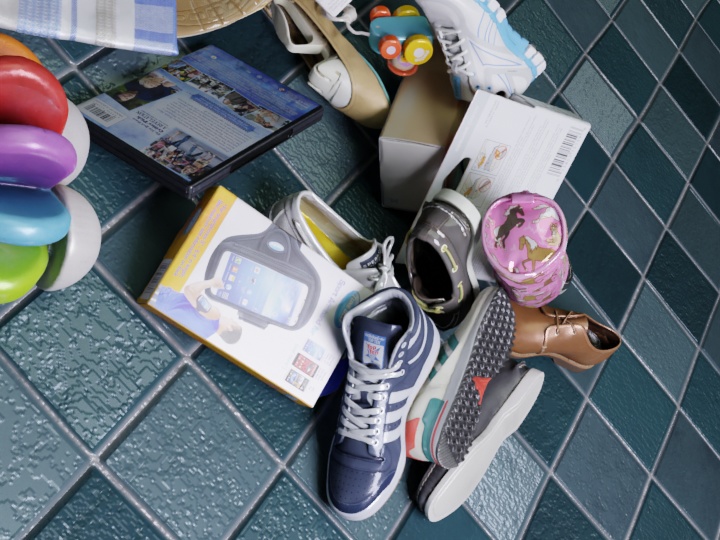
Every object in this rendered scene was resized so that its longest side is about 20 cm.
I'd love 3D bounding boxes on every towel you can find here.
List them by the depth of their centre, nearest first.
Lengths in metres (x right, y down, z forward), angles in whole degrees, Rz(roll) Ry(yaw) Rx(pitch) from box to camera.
[{"bbox_3d":[-0.260,-0.268,0.939,0.200,0.024,0.147,6,64,-25],"label":"towel"}]

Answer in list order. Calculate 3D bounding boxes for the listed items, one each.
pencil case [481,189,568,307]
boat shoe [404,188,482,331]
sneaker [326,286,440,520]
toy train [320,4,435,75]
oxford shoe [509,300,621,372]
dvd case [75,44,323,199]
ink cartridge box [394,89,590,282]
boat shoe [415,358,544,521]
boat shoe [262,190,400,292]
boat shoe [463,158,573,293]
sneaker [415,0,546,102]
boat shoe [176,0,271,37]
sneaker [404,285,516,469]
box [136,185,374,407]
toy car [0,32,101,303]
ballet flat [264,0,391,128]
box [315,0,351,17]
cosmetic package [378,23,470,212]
[{"bbox_3d":[0.164,-0.018,1.036,0.087,0.083,0.200,53,4,14],"label":"pencil case"},{"bbox_3d":[0.074,0.004,1.029,0.072,0.201,0.061,33,63,24],"label":"boat shoe"},{"bbox_3d":[0.009,0.109,0.918,0.109,0.070,0.200,62,45,-59],"label":"sneaker"},{"bbox_3d":[0.056,-0.274,1.138,0.150,0.056,0.200,33,51,26],"label":"toy train"},{"bbox_3d":[0.209,0.061,1.175,0.200,0.071,0.071,14,61,-34],"label":"oxford shoe"},{"bbox_3d":[-0.144,-0.140,0.957,0.143,0.018,0.200,32,41,17],"label":"dvd case"},{"bbox_3d":[0.130,-0.088,1.106,0.173,0.200,0.044,10,24,-38],"label":"ink cartridge box"},{"bbox_3d":[0.106,0.158,1.037,0.060,0.074,0.200,27,58,25],"label":"boat shoe"},{"bbox_3d":[0.001,-0.004,1.012,0.202,0.086,0.075,46,46,-15],"label":"boat shoe"},{"bbox_3d":[0.200,-0.066,1.237,0.074,0.066,0.200,-28,87,-46],"label":"boat shoe"},{"bbox_3d":[0.110,-0.218,1.054,0.200,0.075,0.087,31,85,-42],"label":"sneaker"},{"bbox_3d":[-0.126,-0.280,1.050,0.200,0.069,0.074,-30,93,-19],"label":"boat shoe"},{"bbox_3d":[0.079,0.093,1.014,0.070,0.093,0.200,57,48,-42],"label":"sneaker"},{"bbox_3d":[-0.078,0.030,0.924,0.200,0.041,0.119,34,76,-20],"label":"box"},{"bbox_3d":[-0.267,-0.080,0.771,0.175,0.150,0.200,6,64,-40],"label":"toy car"},{"bbox_3d":[-0.044,-0.226,1.116,0.063,0.069,0.200,-25,76,-37],"label":"ballet flat"},{"bbox_3d":[-0.033,-0.308,1.098,0.039,0.041,0.200,42,16,-21],"label":"box"},{"bbox_3d":[0.079,-0.166,1.147,0.071,0.105,0.200,10,51,12],"label":"cosmetic package"}]
